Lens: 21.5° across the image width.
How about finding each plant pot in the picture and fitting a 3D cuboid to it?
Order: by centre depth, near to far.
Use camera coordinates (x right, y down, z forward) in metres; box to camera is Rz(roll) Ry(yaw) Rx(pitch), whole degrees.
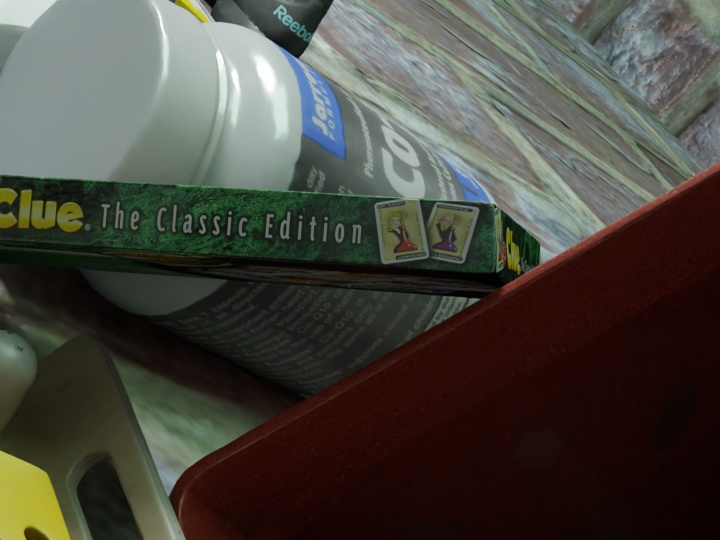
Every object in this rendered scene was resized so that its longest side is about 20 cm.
[{"bbox_3d":[0.093,0.125,0.503,0.176,0.199,0.201,51,13,-45],"label":"plant pot"}]

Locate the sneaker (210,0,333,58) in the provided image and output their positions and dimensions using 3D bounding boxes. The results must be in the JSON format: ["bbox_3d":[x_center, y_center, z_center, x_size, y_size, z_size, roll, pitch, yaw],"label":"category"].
[{"bbox_3d":[-0.064,-0.195,1.217,0.075,0.079,0.200,32,17,-38],"label":"sneaker"}]

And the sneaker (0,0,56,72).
[{"bbox_3d":[-0.147,-0.123,0.772,0.147,0.081,0.200,54,22,22],"label":"sneaker"}]

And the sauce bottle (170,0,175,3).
[{"bbox_3d":[-0.150,-0.197,0.958,0.066,0.066,0.200,27,21,-49],"label":"sauce bottle"}]

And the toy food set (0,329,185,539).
[{"bbox_3d":[-0.123,0.026,0.458,0.199,0.060,0.144,31,19,-40],"label":"toy food set"}]

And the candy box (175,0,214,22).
[{"bbox_3d":[-0.139,-0.190,1.075,0.200,0.026,0.102,53,9,32],"label":"candy box"}]

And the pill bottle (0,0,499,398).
[{"bbox_3d":[-0.040,-0.024,0.720,0.199,0.114,0.114,30,20,-45],"label":"pill bottle"}]

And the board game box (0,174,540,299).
[{"bbox_3d":[-0.050,-0.010,0.561,0.198,0.024,0.105,4,-2,12],"label":"board game box"}]
